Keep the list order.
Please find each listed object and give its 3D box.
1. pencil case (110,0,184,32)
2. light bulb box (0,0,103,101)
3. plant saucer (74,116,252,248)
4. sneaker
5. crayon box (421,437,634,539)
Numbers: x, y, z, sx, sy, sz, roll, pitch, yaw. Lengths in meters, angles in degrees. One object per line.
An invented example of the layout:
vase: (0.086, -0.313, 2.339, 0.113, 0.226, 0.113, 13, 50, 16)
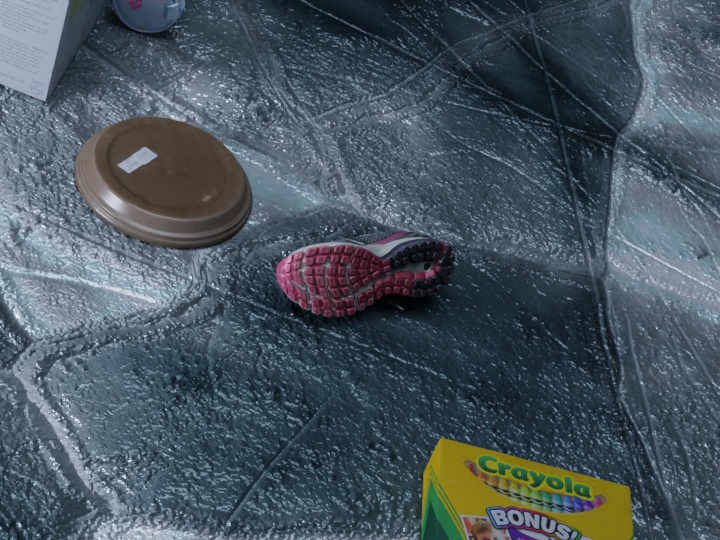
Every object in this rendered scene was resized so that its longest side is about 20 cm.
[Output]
pencil case: (-0.248, -0.375, 2.127, 0.090, 0.083, 0.200, 23, 39, -13)
light bulb box: (-0.357, -0.337, 1.942, 0.124, 0.200, 0.199, 21, 39, -3)
plant saucer: (-0.211, -0.103, 1.886, 0.199, 0.030, 0.201, 12, 42, -11)
sneaker: (0.000, 0.000, 1.845, 0.199, 0.081, 0.075, -4, 18, -29)
crayon box: (0.159, 0.260, 1.634, 0.199, 0.058, 0.173, 15, 40, -9)
